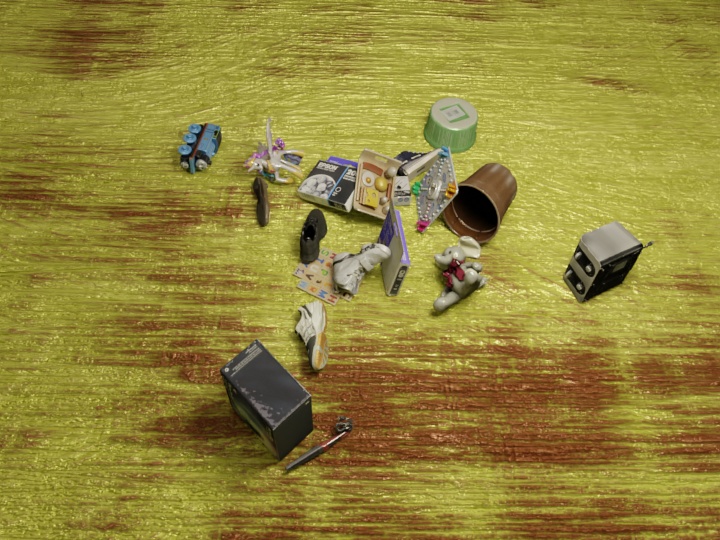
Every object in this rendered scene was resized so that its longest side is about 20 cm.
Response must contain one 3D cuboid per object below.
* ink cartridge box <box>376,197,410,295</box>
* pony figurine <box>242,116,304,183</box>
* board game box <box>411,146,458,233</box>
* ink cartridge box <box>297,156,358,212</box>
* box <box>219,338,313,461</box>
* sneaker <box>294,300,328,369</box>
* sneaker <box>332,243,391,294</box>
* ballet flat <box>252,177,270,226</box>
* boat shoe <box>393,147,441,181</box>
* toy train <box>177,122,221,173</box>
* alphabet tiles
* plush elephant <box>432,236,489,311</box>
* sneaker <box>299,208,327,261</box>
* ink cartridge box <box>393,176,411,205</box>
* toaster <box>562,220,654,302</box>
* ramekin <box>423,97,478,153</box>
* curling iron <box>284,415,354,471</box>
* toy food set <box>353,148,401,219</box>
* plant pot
[{"bbox_3d":[0.099,-0.068,1.599,0.042,0.202,0.202,0,53,-13],"label":"ink cartridge box"},{"bbox_3d":[-0.287,-0.381,1.855,0.195,0.168,0.197,11,54,-15],"label":"pony figurine"},{"bbox_3d":[0.226,-0.255,1.743,0.025,0.201,0.204,16,48,-23],"label":"board game box"},{"bbox_3d":[-0.075,-0.297,1.808,0.194,0.044,0.202,18,62,28],"label":"ink cartridge box"},{"bbox_3d":[-0.217,0.309,1.313,0.197,0.202,0.123,38,60,24],"label":"box"},{"bbox_3d":[-0.135,0.180,1.501,0.085,0.076,0.204,-10,50,10],"label":"sneaker"},{"bbox_3d":[0.000,0.000,1.584,0.196,0.075,0.118,-14,55,32],"label":"sneaker"},{"bbox_3d":[-0.309,-0.221,1.787,0.045,0.068,0.203,13,43,-34],"label":"ballet flat"},{"bbox_3d":[0.197,-0.387,1.910,0.198,0.075,0.093,-32,68,-22],"label":"boat shoe"},{"bbox_3d":[-0.548,-0.421,1.902,0.111,0.088,0.204,10,54,-2],"label":"toy train"},{"bbox_3d":[-0.094,0.014,1.651,0.196,0.006,0.168,24,56,14],"label":"alphabet tiles"},{"bbox_3d":[0.273,-0.006,1.592,0.198,0.165,0.156,-16,65,-49],"label":"plush elephant"},{"bbox_3d":[-0.144,-0.125,1.695,0.074,0.092,0.204,1,48,4],"label":"sneaker"},{"bbox_3d":[0.065,-0.258,1.831,0.194,0.045,0.096,-4,53,-4],"label":"ink cartridge box"},{"bbox_3d":[0.701,-0.028,1.606,0.196,0.183,0.120,-21,55,-16],"label":"toaster"},{"bbox_3d":[0.330,-0.529,2.004,0.194,0.099,0.204,1,54,-1],"label":"ramekin"},{"bbox_3d":[-0.098,0.419,1.343,0.198,0.025,0.050,-33,98,-19],"label":"curling iron"},{"bbox_3d":[0.058,-0.263,1.735,0.140,0.060,0.206,14,74,-26],"label":"toy food set"},{"bbox_3d":[0.386,-0.224,1.739,0.198,0.203,0.198,32,51,20],"label":"plant pot"}]
